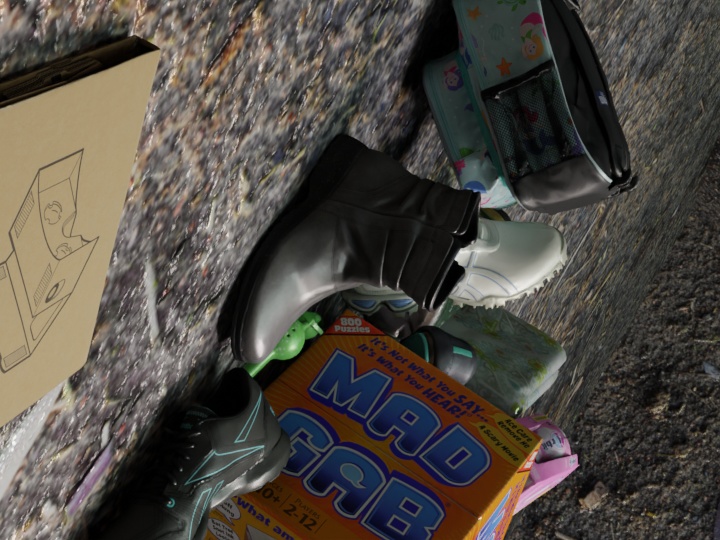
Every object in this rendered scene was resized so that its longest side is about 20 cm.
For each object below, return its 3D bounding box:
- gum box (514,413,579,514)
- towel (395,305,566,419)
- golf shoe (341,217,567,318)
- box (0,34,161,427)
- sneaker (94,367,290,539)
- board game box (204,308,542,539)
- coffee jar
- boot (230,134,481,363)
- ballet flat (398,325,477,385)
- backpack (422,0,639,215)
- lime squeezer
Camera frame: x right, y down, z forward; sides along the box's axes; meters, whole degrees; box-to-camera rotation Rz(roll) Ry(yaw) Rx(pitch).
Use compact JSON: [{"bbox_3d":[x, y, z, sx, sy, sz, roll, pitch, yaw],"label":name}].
[{"bbox_3d":[0.101,0.211,1.447,0.200,0.066,0.113,-40,164,23],"label":"gum box"},{"bbox_3d":[0.109,0.073,1.546,0.048,0.170,0.200,-66,165,19],"label":"towel"},{"bbox_3d":[0.079,-0.021,1.301,0.079,0.198,0.098,-108,-170,-46],"label":"golf shoe"},{"bbox_3d":[-0.168,-0.008,0.775,0.163,0.021,0.201,-38,149,-58],"label":"box"},{"bbox_3d":[-0.129,0.145,1.098,0.200,0.075,0.080,-42,128,-45],"label":"sneaker"},{"bbox_3d":[-0.002,0.202,1.277,0.200,0.199,0.201,-44,158,-37],"label":"board game box"},{"bbox_3d":[0.075,-0.008,1.465,0.200,0.085,0.105,-29,145,-64],"label":"coffee jar"},{"bbox_3d":[0.000,0.000,1.138,0.201,0.131,0.070,-60,165,-17],"label":"boot"},{"bbox_3d":[0.040,0.094,1.375,0.073,0.073,0.200,-55,-166,-29],"label":"ballet flat"},{"bbox_3d":[0.137,-0.147,1.296,0.177,0.149,0.202,-4,80,-73],"label":"backpack"},{"bbox_3d":[-0.056,0.057,1.223,0.200,0.037,0.071,-40,152,-58],"label":"lime squeezer"}]
